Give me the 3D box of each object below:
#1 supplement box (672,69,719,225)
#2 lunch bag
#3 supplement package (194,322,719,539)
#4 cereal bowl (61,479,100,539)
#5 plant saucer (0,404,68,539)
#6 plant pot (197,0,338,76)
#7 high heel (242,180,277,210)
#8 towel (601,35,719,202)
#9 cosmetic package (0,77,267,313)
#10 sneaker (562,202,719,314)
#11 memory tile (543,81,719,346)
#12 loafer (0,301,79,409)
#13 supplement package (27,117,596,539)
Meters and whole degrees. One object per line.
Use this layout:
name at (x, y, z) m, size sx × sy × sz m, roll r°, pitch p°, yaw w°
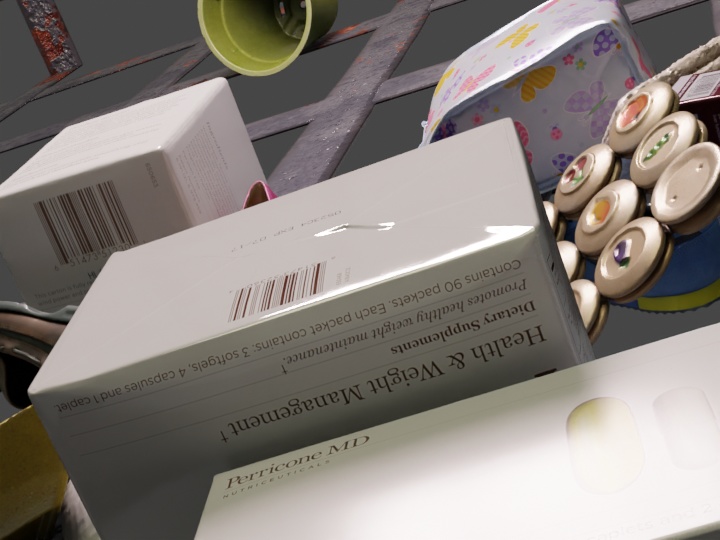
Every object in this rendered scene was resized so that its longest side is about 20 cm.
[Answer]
supplement box at (0.292, -0.077, 0.775) m, size 0.200 × 0.109 × 0.061 m, roll -6°, pitch 24°, yaw 35°
lunch bag at (0.140, -0.133, 1.054) m, size 0.200 × 0.127 × 0.170 m, roll -26°, pitch 18°, yaw 17°
supplement package at (0.064, 0.126, 0.398) m, size 0.200 × 0.156 × 0.111 m, roll -18°, pitch 19°, yaw 10°
cereal bowl at (-0.081, 0.103, 0.725) m, size 0.200 × 0.083 × 0.200 m, roll -19°, pitch 18°, yaw 7°
plant saucer at (-0.239, 0.157, 0.699) m, size 0.200 × 0.048 × 0.200 m, roll -31°, pitch -10°, yaw -25°
plant pot at (-0.128, -0.421, 2.068) m, size 0.200 × 0.200 × 0.190 m, roll -11°, pitch 8°, yaw 26°
high heel at (-0.079, 0.006, 0.959) m, size 0.067 × 0.096 × 0.200 m, roll -14°, pitch 20°, yaw 19°
towel at (0.237, -0.113, 0.918) m, size 0.200 × 0.133 × 0.034 m, roll -30°, pitch 63°, yaw -26°
cosmetic package at (-0.181, -0.041, 1.088) m, size 0.167 × 0.167 × 0.200 m, roll -15°, pitch 21°, yaw 16°
sneaker at (0.140, -0.017, 0.824) m, size 0.200 × 0.079 × 0.066 m, roll -3°, pitch 28°, yaw 45°
memory tile at (0.125, -0.013, 0.742) m, size 0.200 × 0.017 × 0.153 m, roll -49°, pitch 23°, yaw 20°
loafer at (-0.208, 0.061, 0.821) m, size 0.200 × 0.072 × 0.063 m, roll -4°, pitch 51°, yaw 45°
supplement package at (0.008, 0.076, 0.526) m, size 0.191 × 0.200 × 0.147 m, roll -18°, pitch 20°, yaw 10°
